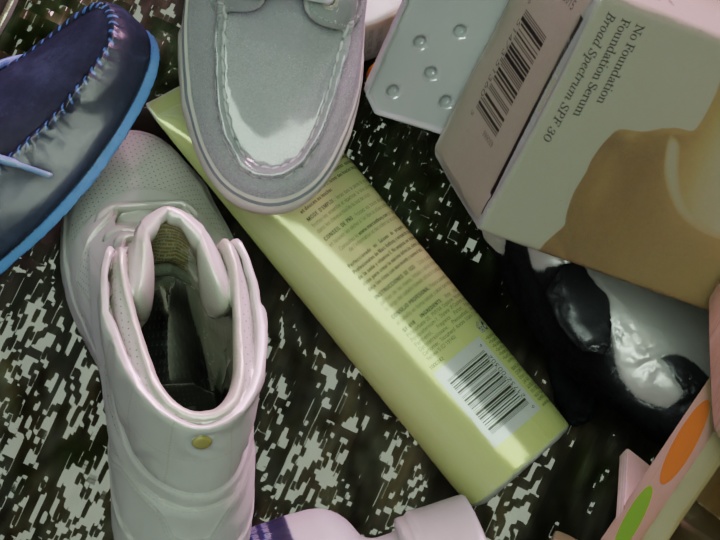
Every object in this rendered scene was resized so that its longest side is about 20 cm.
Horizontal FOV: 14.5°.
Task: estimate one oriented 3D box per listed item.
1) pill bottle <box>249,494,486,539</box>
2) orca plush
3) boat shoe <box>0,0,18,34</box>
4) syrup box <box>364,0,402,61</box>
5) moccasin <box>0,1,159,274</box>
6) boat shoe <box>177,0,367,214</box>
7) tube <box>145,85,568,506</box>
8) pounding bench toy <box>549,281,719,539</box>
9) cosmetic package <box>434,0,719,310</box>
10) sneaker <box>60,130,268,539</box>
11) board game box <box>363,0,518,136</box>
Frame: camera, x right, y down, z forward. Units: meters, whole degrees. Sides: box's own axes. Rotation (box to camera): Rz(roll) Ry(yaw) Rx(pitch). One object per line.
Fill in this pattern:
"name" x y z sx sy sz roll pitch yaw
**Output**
"pill bottle" -0.041 0.155 1.055 0.199 0.111 0.111 -19 85 -4
"orca plush" 0.111 0.036 1.113 0.200 0.071 0.105 37 39 -8
"boat shoe" -0.207 -0.079 1.100 0.202 0.060 0.072 -43 86 -6
"syrup box" 0.050 -0.147 1.106 0.199 0.081 0.079 -21 85 -2
"moccasin" -0.162 -0.030 1.067 0.200 0.080 0.068 -45 120 3
"boat shoe" -0.028 -0.122 1.025 0.070 0.072 0.202 6 88 -2
"tube" 0.000 0.000 1.104 0.052 0.058 0.200 -39 88 -4
"pounding bench toy" 0.185 0.117 1.007 0.200 0.124 0.156 29 112 -6
"cosmetic package" 0.141 -0.041 1.053 0.199 0.071 0.105 17 112 -22
"sneaker" -0.067 0.001 1.034 0.073 0.116 0.200 -5 52 -13
"board game box" 0.124 -0.125 1.060 0.199 0.026 0.200 15 113 -22
